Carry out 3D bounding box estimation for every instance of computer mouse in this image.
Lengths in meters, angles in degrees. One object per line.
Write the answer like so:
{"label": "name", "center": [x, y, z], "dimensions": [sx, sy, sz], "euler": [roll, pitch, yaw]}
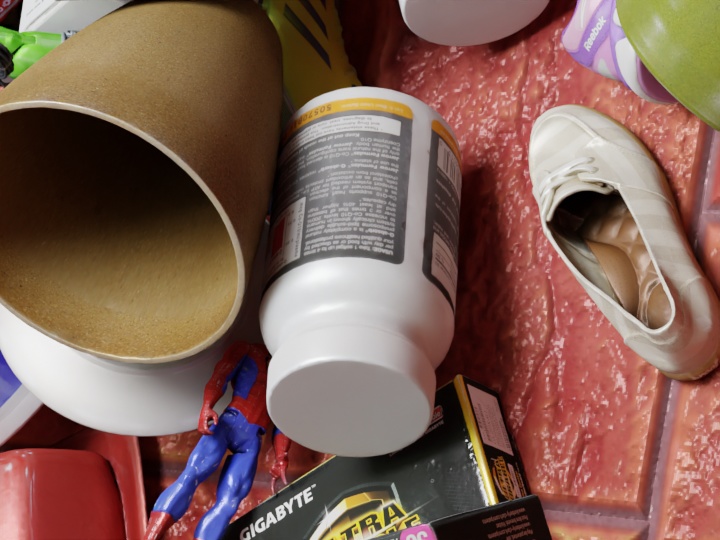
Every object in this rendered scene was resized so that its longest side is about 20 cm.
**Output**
{"label": "computer mouse", "center": [-0.207, -0.108, 1.266], "dimensions": [0.058, 0.200, 0.034], "euler": [3, 59, 31]}

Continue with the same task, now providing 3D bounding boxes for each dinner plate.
{"label": "dinner plate", "center": [-0.137, 0.012, 1.311], "dimensions": [0.024, 0.198, 0.201], "euler": [104, 158, -57]}

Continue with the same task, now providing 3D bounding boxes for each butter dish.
{"label": "butter dish", "center": [-0.245, 0.201, 1.345], "dimensions": [0.199, 0.147, 0.201], "euler": [-28, 57, 32]}

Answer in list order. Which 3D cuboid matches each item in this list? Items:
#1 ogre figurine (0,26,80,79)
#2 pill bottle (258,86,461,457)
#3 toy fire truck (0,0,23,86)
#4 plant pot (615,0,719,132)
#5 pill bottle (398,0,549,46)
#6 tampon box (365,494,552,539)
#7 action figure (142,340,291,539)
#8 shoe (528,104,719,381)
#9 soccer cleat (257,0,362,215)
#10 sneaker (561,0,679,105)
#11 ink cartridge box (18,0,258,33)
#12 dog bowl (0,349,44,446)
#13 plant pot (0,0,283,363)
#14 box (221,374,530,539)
{"label": "ogre figurine", "center": [-0.252, -0.100, 1.341], "dimensions": [0.199, 0.119, 0.099], "euler": [-21, 51, 46]}
{"label": "pill bottle", "center": [0.000, 0.000, 1.192], "dimensions": [0.116, 0.116, 0.201], "euler": [-26, 42, 33]}
{"label": "toy fire truck", "center": [-0.332, -0.198, 1.544], "dimensions": [0.176, 0.199, 0.129], "euler": [-38, 51, 25]}
{"label": "plant pot", "center": [0.235, -0.169, 1.040], "dimensions": [0.193, 0.199, 0.201], "euler": [-50, 47, 31]}
{"label": "pill bottle", "center": [0.054, -0.247, 1.272], "dimensions": [0.115, 0.116, 0.201], "euler": [-30, 56, 30]}
{"label": "tampon box", "center": [0.032, 0.235, 1.046], "dimensions": [0.149, 0.126, 0.201], "euler": [-21, 80, 30]}
{"label": "action figure", "center": [-0.077, 0.107, 1.242], "dimensions": [0.052, 0.065, 0.201], "euler": [-35, 26, 54]}
{"label": "shoe", "center": [0.143, -0.026, 1.147], "dimensions": [0.070, 0.053, 0.201], "euler": [-44, 49, 20]}
{"label": "soccer cleat", "center": [-0.029, -0.126, 1.352], "dimensions": [0.083, 0.065, 0.202], "euler": [1, 67, 11]}
{"label": "sneaker", "center": [0.167, -0.196, 1.180], "dimensions": [0.088, 0.080, 0.202], "euler": [10, 81, 51]}
{"label": "ink cartridge box", "center": [-0.145, -0.227, 1.403], "dimensions": [0.085, 0.147, 0.201], "euler": [-32, 45, 41]}
{"label": "dog bowl", "center": [-0.257, 0.034, 1.414], "dimensions": [0.200, 0.079, 0.201], "euler": [-40, 25, 23]}
{"label": "plant pot", "center": [-0.122, -0.079, 1.212], "dimensions": [0.186, 0.187, 0.201], "euler": [-21, 29, 35]}
{"label": "box", "center": [0.015, 0.180, 1.187], "dimensions": [0.199, 0.049, 0.161], "euler": [-34, 55, 28]}
